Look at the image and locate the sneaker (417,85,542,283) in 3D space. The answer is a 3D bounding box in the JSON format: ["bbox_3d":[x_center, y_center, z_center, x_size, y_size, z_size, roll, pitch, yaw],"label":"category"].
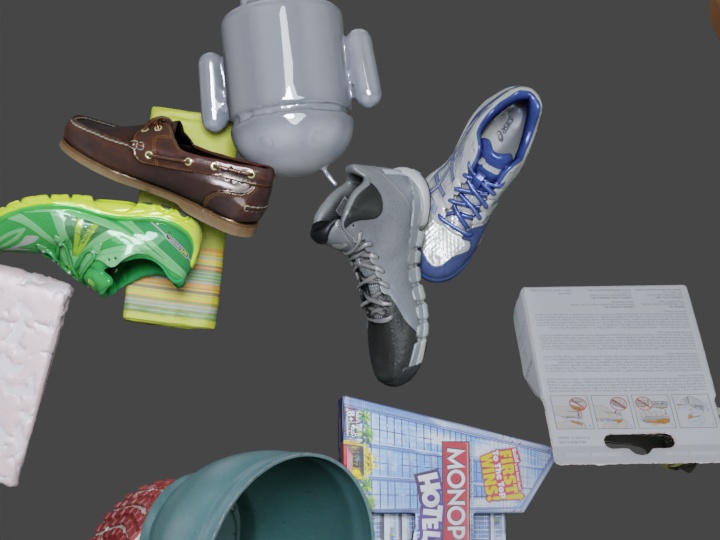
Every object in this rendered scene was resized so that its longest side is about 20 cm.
[{"bbox_3d":[0.102,-0.085,1.501,0.075,0.088,0.201,26,81,-4],"label":"sneaker"}]

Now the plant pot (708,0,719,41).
[{"bbox_3d":[0.413,-0.267,1.532,0.199,0.140,0.202,1,83,-6],"label":"plant pot"}]

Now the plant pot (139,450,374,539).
[{"bbox_3d":[-0.102,0.242,1.384,0.200,0.134,0.202,-9,103,-45],"label":"plant pot"}]

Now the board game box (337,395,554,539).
[{"bbox_3d":[0.080,0.214,1.469,0.198,0.062,0.202,0,82,-5],"label":"board game box"}]

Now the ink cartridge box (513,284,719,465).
[{"bbox_3d":[0.230,0.101,1.460,0.160,0.050,0.201,0,50,-7],"label":"ink cartridge box"}]

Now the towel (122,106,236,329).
[{"bbox_3d":[-0.164,-0.047,1.504,0.085,0.018,0.201,8,81,-8],"label":"towel"}]

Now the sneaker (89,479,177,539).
[{"bbox_3d":[-0.204,0.271,1.434,0.082,0.078,0.201,41,74,-26],"label":"sneaker"}]

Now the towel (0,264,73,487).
[{"bbox_3d":[-0.372,0.078,1.444,0.199,0.032,0.192,15,89,-3],"label":"towel"}]

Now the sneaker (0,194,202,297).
[{"bbox_3d":[-0.242,-0.020,1.451,0.198,0.074,0.084,4,77,6],"label":"sneaker"}]

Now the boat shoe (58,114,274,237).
[{"bbox_3d":[-0.169,-0.101,1.452,0.199,0.070,0.071,23,111,6],"label":"boat shoe"}]

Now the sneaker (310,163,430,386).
[{"bbox_3d":[0.000,0.000,1.461,0.115,0.075,0.201,11,75,-40],"label":"sneaker"}]

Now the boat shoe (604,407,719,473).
[{"bbox_3d":[0.304,0.154,1.495,0.200,0.072,0.061,2,78,-8],"label":"boat shoe"}]

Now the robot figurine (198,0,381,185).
[{"bbox_3d":[-0.065,-0.171,1.481,0.168,0.113,0.201,-7,82,15],"label":"robot figurine"}]
